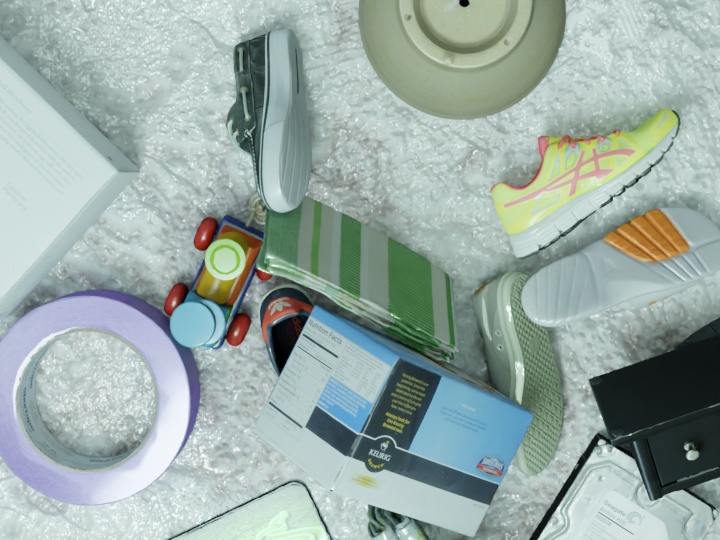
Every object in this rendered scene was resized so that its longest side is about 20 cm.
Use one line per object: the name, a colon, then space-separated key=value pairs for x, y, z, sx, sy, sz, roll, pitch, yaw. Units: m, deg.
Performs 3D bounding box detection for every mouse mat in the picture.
mouse mat: x=-0.112 y=0.318 z=1.491 sx=0.199 sy=0.008 sz=0.162 roll=-26 pitch=93 yaw=3

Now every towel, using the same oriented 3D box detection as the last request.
towel: x=0.000 y=0.000 z=1.377 sx=0.199 sy=0.153 sz=0.023 roll=26 pitch=118 yaw=-14
towel: x=0.073 y=0.305 z=1.401 sx=0.048 sy=0.171 sz=0.201 roll=-34 pitch=92 yaw=-2

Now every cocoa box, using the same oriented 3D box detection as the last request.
cocoa box: x=0.032 y=0.137 z=1.360 sx=0.199 sy=0.133 sz=0.132 roll=25 pitch=92 yaw=-43

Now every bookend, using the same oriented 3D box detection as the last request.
bookend: x=0.335 y=0.167 z=1.382 sx=0.199 sy=0.092 sz=0.200 roll=-18 pitch=122 yaw=5

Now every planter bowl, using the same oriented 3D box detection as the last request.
planter bowl: x=0.095 y=-0.240 z=1.378 sx=0.198 sy=0.135 sz=0.202 roll=0 pitch=95 yaw=2

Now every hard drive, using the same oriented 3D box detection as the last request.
hard drive: x=0.236 y=0.279 z=1.459 sx=0.139 sy=0.038 sz=0.201 roll=32 pitch=94 yaw=-1

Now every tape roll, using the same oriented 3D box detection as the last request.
tape roll: x=-0.257 y=0.121 z=1.453 sx=0.198 sy=0.066 sz=0.202 roll=0 pitch=93 yaw=2

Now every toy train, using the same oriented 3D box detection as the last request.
toy train: x=-0.119 y=-0.020 z=1.411 sx=0.084 sy=0.116 sz=0.201 roll=25 pitch=95 yaw=0

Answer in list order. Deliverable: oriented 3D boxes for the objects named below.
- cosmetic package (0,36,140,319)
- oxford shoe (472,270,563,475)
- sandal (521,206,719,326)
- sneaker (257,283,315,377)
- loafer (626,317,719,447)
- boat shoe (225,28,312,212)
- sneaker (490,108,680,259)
cosmetic package: x=-0.351 y=-0.090 z=1.412 sx=0.199 sy=0.123 sz=0.200 roll=44 pitch=96 yaw=-1
oxford shoe: x=0.149 y=0.097 z=1.442 sx=0.057 sy=0.075 sz=0.202 roll=0 pitch=106 yaw=43
sandal: x=0.245 y=0.003 z=1.426 sx=0.205 sy=0.059 sz=0.080 roll=-20 pitch=69 yaw=-7
sneaker: x=-0.039 y=0.112 z=1.425 sx=0.075 sy=0.085 sz=0.201 roll=-30 pitch=104 yaw=2
loafer: x=0.327 y=0.103 z=1.435 sx=0.199 sy=0.072 sz=0.063 roll=-33 pitch=115 yaw=9
boat shoe: x=-0.088 y=-0.134 z=1.398 sx=0.070 sy=0.072 sz=0.201 roll=-12 pitch=53 yaw=15
sneaker: x=0.208 y=-0.100 z=1.414 sx=0.199 sy=0.078 sz=0.091 roll=-35 pitch=85 yaw=2
